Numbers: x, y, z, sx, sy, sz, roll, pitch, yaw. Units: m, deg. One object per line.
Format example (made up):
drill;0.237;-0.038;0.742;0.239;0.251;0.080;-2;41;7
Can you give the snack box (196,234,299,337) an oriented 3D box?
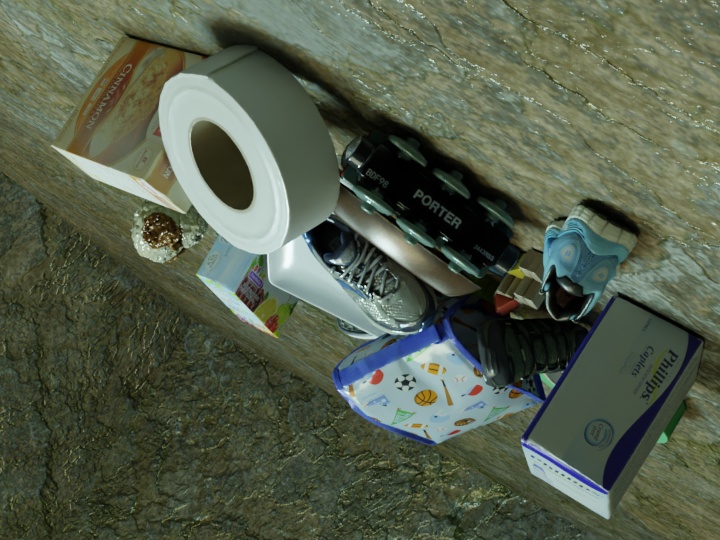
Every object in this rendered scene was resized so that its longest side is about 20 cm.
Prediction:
snack box;-0.119;-0.023;1.986;0.068;0.169;0.200;25;168;19

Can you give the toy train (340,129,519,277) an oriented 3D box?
toy train;0.065;-0.064;1.485;0.200;0.085;0.114;34;180;-12

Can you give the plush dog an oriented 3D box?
plush dog;-0.242;-0.090;2.017;0.160;0.172;0.200;32;171;5

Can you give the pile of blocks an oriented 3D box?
pile of blocks;0.150;0.015;1.646;0.082;0.062;0.200;32;170;-3

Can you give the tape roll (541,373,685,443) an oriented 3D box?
tape roll;0.296;0.138;1.851;0.200;0.048;0.200;30;170;6

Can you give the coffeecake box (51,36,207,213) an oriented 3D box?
coffeecake box;-0.227;-0.163;1.668;0.200;0.154;0.073;21;165;47

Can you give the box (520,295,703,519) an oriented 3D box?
box;0.263;0.146;1.592;0.105;0.184;0.200;31;170;16

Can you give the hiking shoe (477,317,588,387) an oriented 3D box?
hiking shoe;0.196;0.079;1.657;0.101;0.076;0.200;-11;-179;27

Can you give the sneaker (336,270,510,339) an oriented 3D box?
sneaker;0.085;0.064;1.868;0.202;0.077;0.146;-12;150;28

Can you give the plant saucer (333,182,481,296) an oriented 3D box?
plant saucer;0.039;-0.030;1.603;0.200;0.032;0.200;36;-176;-3

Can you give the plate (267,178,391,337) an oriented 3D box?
plate;-0.033;-0.038;1.804;0.199;0.032;0.200;26;131;34

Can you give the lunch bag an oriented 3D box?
lunch bag;0.087;0.109;1.741;0.170;0.124;0.200;-28;152;27

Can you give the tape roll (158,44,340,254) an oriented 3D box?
tape roll;-0.112;-0.119;1.508;0.202;0.071;0.203;36;144;32

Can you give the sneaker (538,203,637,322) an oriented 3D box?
sneaker;0.189;0.003;1.386;0.078;0.090;0.200;31;171;8

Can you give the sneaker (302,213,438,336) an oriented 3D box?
sneaker;0.000;0.000;1.668;0.200;0.077;0.085;38;180;32
